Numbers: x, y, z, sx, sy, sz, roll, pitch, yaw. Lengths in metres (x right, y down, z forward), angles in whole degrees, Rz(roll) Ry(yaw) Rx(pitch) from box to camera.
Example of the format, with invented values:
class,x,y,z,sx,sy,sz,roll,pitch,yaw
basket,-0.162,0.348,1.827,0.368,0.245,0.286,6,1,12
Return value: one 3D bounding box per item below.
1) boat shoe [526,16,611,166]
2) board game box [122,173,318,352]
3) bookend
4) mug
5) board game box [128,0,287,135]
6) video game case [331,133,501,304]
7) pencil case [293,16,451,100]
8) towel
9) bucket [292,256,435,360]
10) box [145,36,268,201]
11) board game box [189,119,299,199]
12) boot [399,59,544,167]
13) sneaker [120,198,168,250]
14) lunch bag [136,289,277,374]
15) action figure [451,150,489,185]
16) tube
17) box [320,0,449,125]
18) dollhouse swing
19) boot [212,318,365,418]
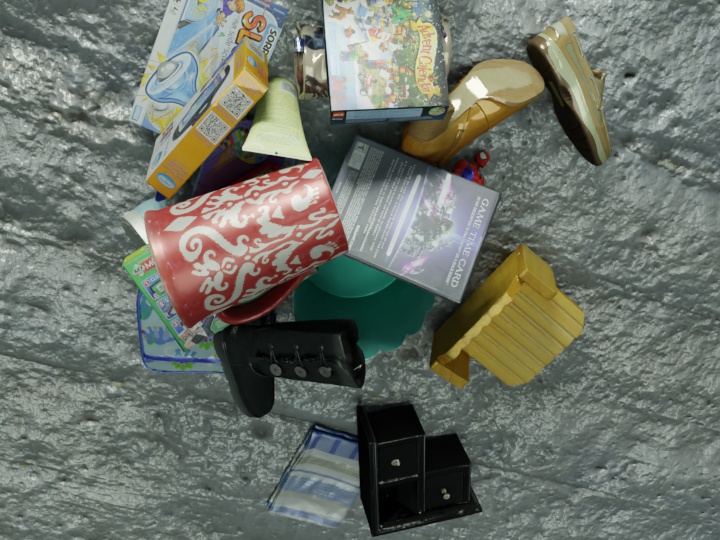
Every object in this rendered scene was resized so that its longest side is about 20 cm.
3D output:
class,x,y,z,sx,sy,sz,roll,pitch,yaw
boat shoe,0.292,-0.231,1.017,0.076,0.072,0.201,-37,121,-3
board game box,-0.166,-0.007,0.948,0.197,0.029,0.136,-30,112,4
bookend,0.098,0.313,1.286,0.194,0.093,0.204,-8,120,-11
mug,-0.120,-0.033,0.881,0.196,0.178,0.136,-22,78,-3
board game box,-0.188,-0.250,0.957,0.132,0.035,0.203,20,116,-18
video game case,0.056,-0.064,0.952,0.196,0.019,0.146,23,81,7
pencil case,0.015,-0.260,0.952,0.194,0.078,0.092,-5,105,-4
towel,-0.060,0.358,1.343,0.144,0.024,0.203,20,116,-19
bucket,0.000,0.000,1.071,0.201,0.136,0.212,-3,122,-5
box,-0.185,-0.171,0.912,0.199,0.120,0.041,-42,118,16
board game box,-0.139,-0.084,0.997,0.156,0.039,0.205,18,93,-45
boot,0.133,-0.190,1.012,0.197,0.072,0.145,-21,159,-24
sneaker,-0.224,-0.017,1.026,0.082,0.074,0.201,-39,87,-25
lunch bag,-0.217,0.073,1.120,0.194,0.083,0.164,5,123,-9
action figure,0.132,-0.082,1.023,0.051,0.203,0.065,-14,132,45
tube,-0.098,-0.172,0.918,0.057,0.201,0.052,-30,119,10
box,0.024,-0.271,0.895,0.132,0.206,0.038,-4,166,-5
dollhouse swing,0.231,0.102,1.153,0.175,0.182,0.200,42,109,-6
boot,-0.082,0.136,1.046,0.195,0.067,0.167,-4,131,21
